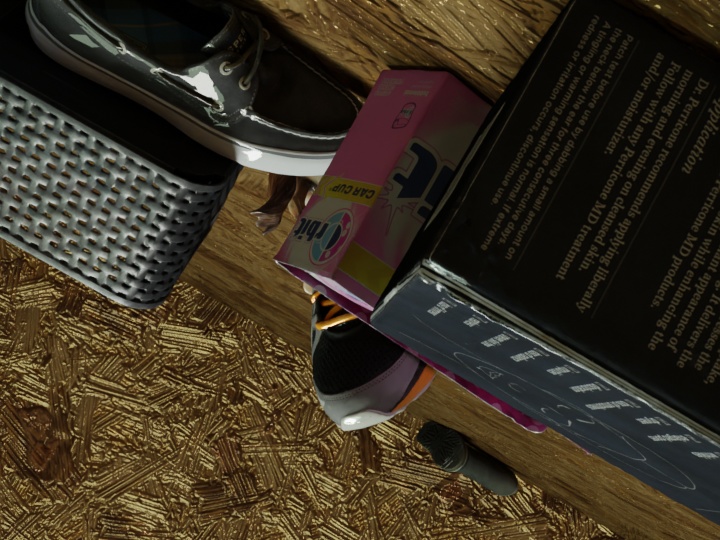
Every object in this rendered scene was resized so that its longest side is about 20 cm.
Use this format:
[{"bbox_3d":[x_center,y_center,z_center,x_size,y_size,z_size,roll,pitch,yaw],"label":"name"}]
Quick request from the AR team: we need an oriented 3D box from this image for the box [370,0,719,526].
[{"bbox_3d":[0.123,0.011,0.587,0.196,0.124,0.200,32,172,-1],"label":"box"}]

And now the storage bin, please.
[{"bbox_3d":[-0.167,-0.085,0.830,0.199,0.094,0.135,30,-150,-4],"label":"storage bin"}]

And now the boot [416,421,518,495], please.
[{"bbox_3d":[0.210,0.361,2.659,0.200,0.073,0.182,41,-178,-24],"label":"boot"}]

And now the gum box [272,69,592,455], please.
[{"bbox_3d":[0.070,0.000,0.747,0.200,0.114,0.066,34,171,-29],"label":"gum box"}]

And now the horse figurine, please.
[{"bbox_3d":[-0.030,-0.042,0.949,0.050,0.133,0.200,-15,163,7],"label":"horse figurine"}]

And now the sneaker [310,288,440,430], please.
[{"bbox_3d":[0.000,0.000,0.817,0.078,0.201,0.077,-17,135,22],"label":"sneaker"}]

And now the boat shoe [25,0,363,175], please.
[{"bbox_3d":[-0.081,-0.117,0.774,0.199,0.070,0.066,27,151,-5],"label":"boat shoe"}]
